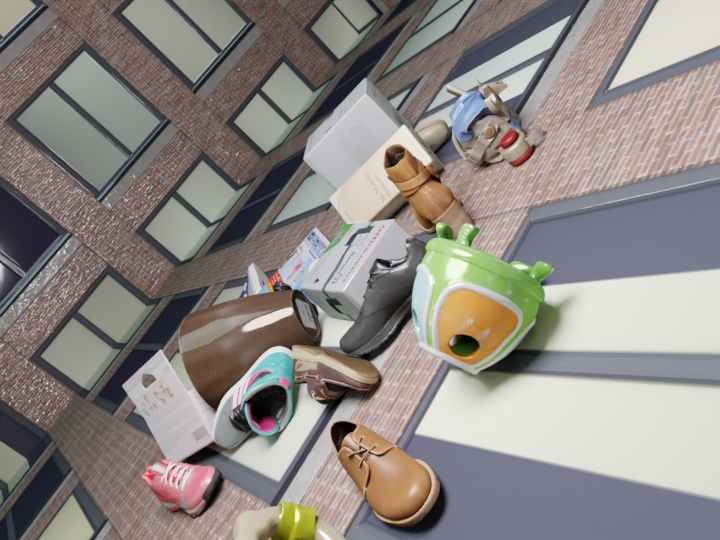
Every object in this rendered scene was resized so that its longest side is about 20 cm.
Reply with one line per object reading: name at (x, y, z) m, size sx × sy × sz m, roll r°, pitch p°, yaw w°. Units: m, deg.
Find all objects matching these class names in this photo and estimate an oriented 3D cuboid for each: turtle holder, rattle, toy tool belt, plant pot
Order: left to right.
plant pot at (-0.173, 0.117, 1.201) m, size 0.198 × 0.188 × 0.188 m, roll -27°, pitch 24°, yaw 15°
rattle at (-0.063, 0.333, 0.670) m, size 0.144 × 0.129 × 0.200 m, roll -56°, pitch 44°, yaw 7°
turtle holder at (0.109, 0.031, 0.761) m, size 0.185 × 0.139 × 0.134 m, roll 22°, pitch 88°, yaw 61°
toy tool belt at (0.193, -0.237, 1.110) m, size 0.125 × 0.123 × 0.201 m, roll -44°, pitch 19°, yaw 10°

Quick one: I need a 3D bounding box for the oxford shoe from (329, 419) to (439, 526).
oxford shoe at (0.014, 0.206, 0.737) m, size 0.072 × 0.071 × 0.199 m, roll -51°, pitch 20°, yaw -14°

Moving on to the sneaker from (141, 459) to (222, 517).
sneaker at (-0.297, 0.344, 1.136) m, size 0.199 × 0.087 × 0.074 m, roll -26°, pitch 29°, yaw 48°

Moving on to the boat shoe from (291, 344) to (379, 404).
boat shoe at (-0.042, 0.153, 0.991) m, size 0.199 × 0.071 × 0.074 m, roll 6°, pitch 86°, yaw 55°

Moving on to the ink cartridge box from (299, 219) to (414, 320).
ink cartridge box at (0.000, 0.000, 1.143) m, size 0.148 × 0.083 × 0.199 m, roll -54°, pitch 20°, yaw -15°

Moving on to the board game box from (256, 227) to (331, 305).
board game box at (-0.119, 0.020, 1.414) m, size 0.196 × 0.056 × 0.200 m, roll -49°, pitch 19°, yaw 2°

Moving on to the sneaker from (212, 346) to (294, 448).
sneaker at (-0.166, 0.225, 1.094) m, size 0.201 × 0.083 × 0.121 m, roll -54°, pitch 18°, yaw 14°

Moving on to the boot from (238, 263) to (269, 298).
boot at (-0.256, 0.053, 1.626) m, size 0.090 × 0.073 × 0.200 m, roll -41°, pitch 20°, yaw 4°

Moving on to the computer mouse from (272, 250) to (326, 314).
computer mouse at (-0.056, 0.003, 1.263) m, size 0.200 × 0.110 × 0.044 m, roll -42°, pitch 35°, yaw -7°

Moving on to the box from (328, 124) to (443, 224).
box at (0.047, -0.163, 1.305) m, size 0.200 × 0.095 × 0.077 m, roll -44°, pitch -15°, yaw 17°

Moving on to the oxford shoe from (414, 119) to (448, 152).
oxford shoe at (0.103, -0.208, 1.374) m, size 0.200 × 0.070 × 0.074 m, roll -44°, pitch 44°, yaw 12°

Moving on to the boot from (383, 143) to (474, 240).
boot at (0.085, -0.126, 1.085) m, size 0.077 × 0.155 × 0.200 m, roll -44°, pitch 19°, yaw 8°

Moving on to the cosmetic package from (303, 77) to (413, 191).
cosmetic package at (-0.001, -0.284, 1.567) m, size 0.200 × 0.165 × 0.166 m, roll -42°, pitch 19°, yaw 18°

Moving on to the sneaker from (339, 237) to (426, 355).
sneaker at (0.034, 0.035, 0.988) m, size 0.200 × 0.091 × 0.076 m, roll -45°, pitch 12°, yaw 12°

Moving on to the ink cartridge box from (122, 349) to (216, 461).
ink cartridge box at (-0.328, 0.240, 1.247) m, size 0.044 × 0.178 × 0.199 m, roll -29°, pitch -5°, yaw -45°
